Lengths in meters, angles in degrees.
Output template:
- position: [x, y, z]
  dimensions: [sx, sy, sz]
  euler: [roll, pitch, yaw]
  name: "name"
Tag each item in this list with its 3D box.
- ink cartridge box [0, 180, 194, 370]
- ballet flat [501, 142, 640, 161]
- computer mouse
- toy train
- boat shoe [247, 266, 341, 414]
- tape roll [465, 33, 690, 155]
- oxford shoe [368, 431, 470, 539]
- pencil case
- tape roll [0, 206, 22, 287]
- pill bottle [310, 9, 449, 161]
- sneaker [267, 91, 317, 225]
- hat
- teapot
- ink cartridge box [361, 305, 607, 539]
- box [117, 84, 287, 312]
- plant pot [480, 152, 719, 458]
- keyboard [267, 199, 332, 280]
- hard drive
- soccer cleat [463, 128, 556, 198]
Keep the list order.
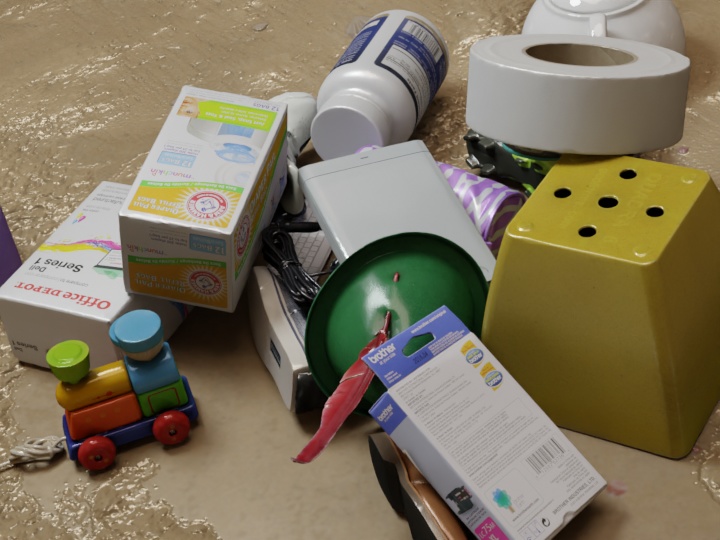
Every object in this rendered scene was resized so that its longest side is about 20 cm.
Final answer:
- position: [-0.243, 0.008, 1.565]
  dimensions: [0.144, 0.084, 0.200]
  euler: [11, 42, 26]
  name: "ink cartridge box"
- position: [0.217, -0.147, 1.577]
  dimensions: [0.200, 0.072, 0.072]
  euler: [-2, 23, -45]
  name: "ballet flat"
- position: [0.000, 0.000, 1.509]
  dimensions: [0.199, 0.046, 0.140]
  euler: [-5, 35, -29]
  name: "computer mouse"
- position: [-0.254, 0.113, 1.409]
  dimensions: [0.199, 0.116, 0.085]
  euler: [-18, 37, -8]
  name: "toy train"
- position: [-0.042, 0.060, 1.469]
  dimensions: [0.092, 0.075, 0.200]
  euler: [-6, 36, -17]
  name: "boat shoe"
- position: [0.195, -0.163, 1.433]
  dimensions: [0.202, 0.071, 0.203]
  euler: [2, 20, -1]
  name: "tape roll"
- position: [0.068, 0.188, 1.268]
  dimensions: [0.071, 0.072, 0.200]
  euler: [-14, 36, -11]
  name: "oxford shoe"
- position: [0.068, -0.066, 1.573]
  dimensions: [0.200, 0.084, 0.085]
  euler: [18, 31, 33]
  name: "pencil case"
- position: [-0.460, -0.008, 1.647]
  dimensions: [0.199, 0.085, 0.200]
  euler: [-8, 39, 6]
  name: "tape roll"
- position: [0.018, -0.192, 1.717]
  dimensions: [0.111, 0.111, 0.200]
  euler: [5, 36, 21]
  name: "pill bottle"
- position: [-0.080, -0.109, 1.667]
  dimensions: [0.129, 0.080, 0.199]
  euler: [19, 48, 40]
  name: "sneaker"
- position: [0.047, 0.083, 1.298]
  dimensions: [0.200, 0.165, 0.176]
  euler: [-52, 23, 5]
  name: "hat"
- position: [0.262, -0.271, 1.733]
  dimensions: [0.197, 0.146, 0.200]
  euler: [-32, 43, -24]
  name: "teapot"
- position: [0.092, 0.130, 1.254]
  dimensions: [0.200, 0.042, 0.119]
  euler: [50, 45, 9]
  name: "ink cartridge box"
- position: [-0.145, -0.070, 1.501]
  dimensions: [0.112, 0.102, 0.200]
  euler: [11, 44, 8]
  name: "box"
- position: [0.219, 0.010, 1.362]
  dimensions: [0.200, 0.177, 0.200]
  euler: [13, 44, 30]
  name: "plant pot"
- position: [-0.047, -0.041, 1.635]
  dimensions: [0.056, 0.011, 0.200]
  euler: [4, 41, 20]
  name: "keyboard"
- position: [0.036, -0.039, 1.475]
  dimensions: [0.132, 0.027, 0.200]
  euler: [-14, 49, -16]
  name: "hard drive"
- position: [0.190, -0.110, 1.615]
  dimensions: [0.084, 0.065, 0.200]
  euler: [-26, 40, -26]
  name: "soccer cleat"
